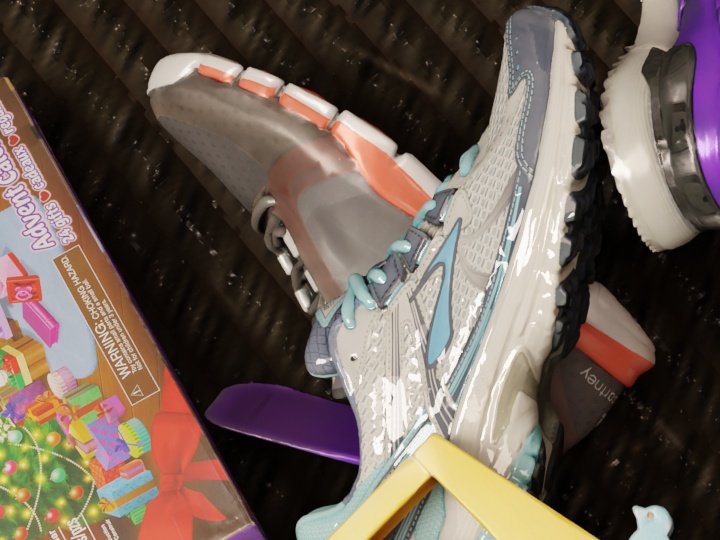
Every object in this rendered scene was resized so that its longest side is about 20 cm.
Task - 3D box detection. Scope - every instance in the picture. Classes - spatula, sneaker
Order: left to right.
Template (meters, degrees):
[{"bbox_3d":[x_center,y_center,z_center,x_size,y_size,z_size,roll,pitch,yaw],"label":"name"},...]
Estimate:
[{"bbox_3d":[0.000,0.000,0.907,0.200,0.077,0.082,34,88,9],"label":"sneaker"},{"bbox_3d":[0.026,0.011,0.839,0.086,0.078,0.201,11,87,10],"label":"sneaker"},{"bbox_3d":[0.041,0.086,0.905,0.200,0.057,0.021,31,107,1],"label":"spatula"},{"bbox_3d":[0.142,-0.085,0.869,0.099,0.070,0.200,-17,35,25],"label":"sneaker"}]

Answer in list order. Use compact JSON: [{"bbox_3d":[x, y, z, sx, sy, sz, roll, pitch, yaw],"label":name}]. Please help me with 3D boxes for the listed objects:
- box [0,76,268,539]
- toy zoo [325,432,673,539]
[{"bbox_3d":[-0.133,0.047,0.891,0.137,0.039,0.200,-30,61,-3],"label":"box"},{"bbox_3d":[0.020,0.142,0.786,0.131,0.020,0.200,44,89,13],"label":"toy zoo"}]
